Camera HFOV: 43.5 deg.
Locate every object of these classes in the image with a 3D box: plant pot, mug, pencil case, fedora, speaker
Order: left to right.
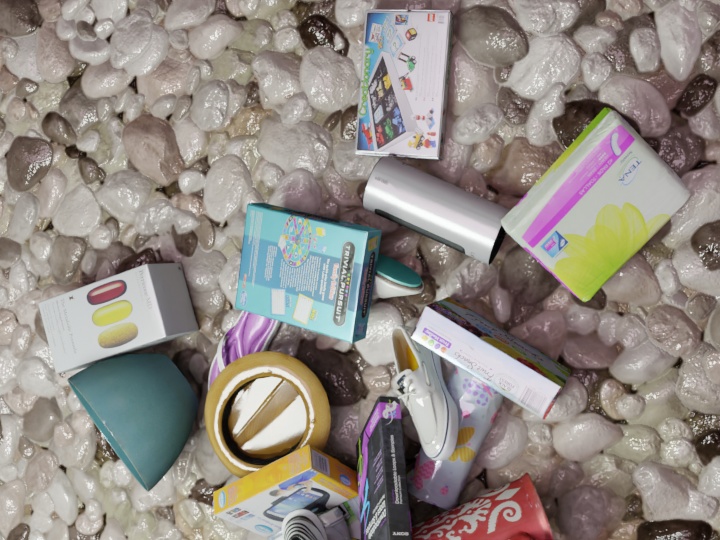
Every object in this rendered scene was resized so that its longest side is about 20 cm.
[{"bbox_3d":[-0.319,0.201,1.334,0.134,0.201,0.201,-37,78,-21],"label":"plant pot"},{"bbox_3d":[-0.128,0.207,1.308,0.196,0.082,0.206,2,98,14],"label":"fedora"},{"bbox_3d":[0.106,-0.083,1.236,0.197,0.081,0.083,25,98,15],"label":"speaker"},{"bbox_3d":[0.130,0.222,1.232,0.082,0.091,0.203,22,99,-9],"label":"pencil case"},{"bbox_3d":[0.147,0.354,1.162,0.196,0.178,0.135,-21,60,4],"label":"mug"}]

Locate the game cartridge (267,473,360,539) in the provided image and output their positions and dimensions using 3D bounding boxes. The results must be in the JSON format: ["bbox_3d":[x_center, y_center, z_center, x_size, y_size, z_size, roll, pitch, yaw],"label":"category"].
[{"bbox_3d":[-0.027,0.393,1.310,0.199,0.040,0.134,-38,84,15],"label":"game cartridge"}]

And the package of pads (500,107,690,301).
[{"bbox_3d":[0.302,-0.079,1.153,0.154,0.068,0.200,39,102,-16],"label":"package of pads"}]

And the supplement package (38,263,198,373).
[{"bbox_3d":[-0.365,0.070,1.370,0.196,0.109,0.116,-19,86,17],"label":"supplement package"}]

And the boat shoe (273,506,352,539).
[{"bbox_3d":[-0.099,0.410,1.278,0.199,0.070,0.072,-32,77,12],"label":"boat shoe"}]

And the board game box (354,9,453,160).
[{"bbox_3d":[0.061,-0.261,1.270,0.123,0.035,0.205,6,92,16],"label":"board game box"}]

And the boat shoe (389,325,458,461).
[{"bbox_3d":[0.076,0.157,1.203,0.071,0.069,0.203,-45,39,38],"label":"boat shoe"}]

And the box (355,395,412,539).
[{"bbox_3d":[0.027,0.291,1.193,0.035,0.144,0.203,5,51,-13],"label":"box"}]

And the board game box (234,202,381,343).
[{"bbox_3d":[-0.076,0.000,1.259,0.196,0.047,0.155,14,102,26],"label":"board game box"}]

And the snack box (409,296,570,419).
[{"bbox_3d":[0.174,0.110,1.185,0.198,0.142,0.054,31,100,14],"label":"snack box"}]

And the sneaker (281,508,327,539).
[{"bbox_3d":[-0.048,0.424,1.189,0.075,0.115,0.203,-30,96,3],"label":"sneaker"}]

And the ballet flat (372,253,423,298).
[{"bbox_3d":[0.000,0.000,1.286,0.197,0.069,0.071,28,99,19],"label":"ballet flat"}]

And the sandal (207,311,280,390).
[{"bbox_3d":[-0.182,0.126,1.345,0.081,0.050,0.206,24,98,16],"label":"sandal"}]

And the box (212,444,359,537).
[{"bbox_3d":[-0.113,0.318,1.271,0.198,0.119,0.042,-31,46,21],"label":"box"}]
